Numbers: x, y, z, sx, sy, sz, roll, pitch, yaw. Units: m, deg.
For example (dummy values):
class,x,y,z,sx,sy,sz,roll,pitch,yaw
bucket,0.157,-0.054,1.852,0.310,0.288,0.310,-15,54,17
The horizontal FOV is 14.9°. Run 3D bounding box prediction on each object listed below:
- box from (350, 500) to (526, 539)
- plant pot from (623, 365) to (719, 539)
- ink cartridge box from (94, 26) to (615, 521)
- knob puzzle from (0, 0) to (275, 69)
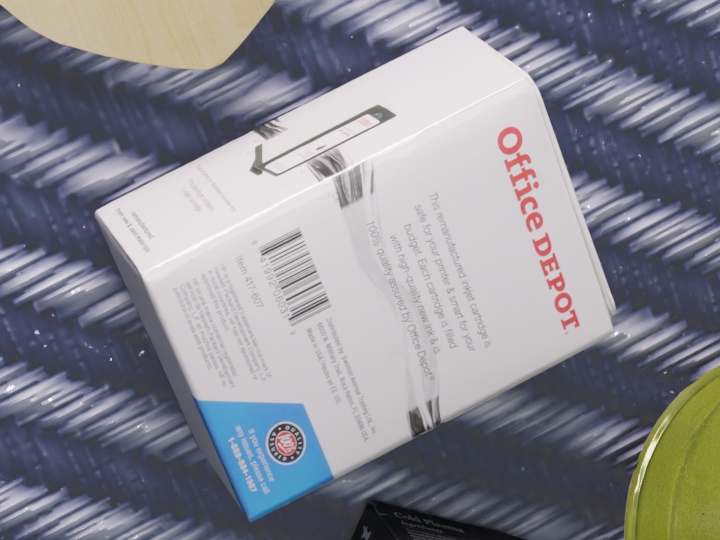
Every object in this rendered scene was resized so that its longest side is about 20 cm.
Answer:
class,x,y,z,sx,sy,sz,roll,pitch,yaw
box,0.038,0.247,1.345,0.104,0.182,0.201,17,106,-27
plant pot,0.259,0.128,1.330,0.199,0.193,0.201,3,81,-20
ink cartridge box,0.000,0.000,1.277,0.199,0.084,0.146,-27,120,-10
knob puzzle,-0.096,-0.180,1.191,0.219,0.030,0.221,-8,115,-19
